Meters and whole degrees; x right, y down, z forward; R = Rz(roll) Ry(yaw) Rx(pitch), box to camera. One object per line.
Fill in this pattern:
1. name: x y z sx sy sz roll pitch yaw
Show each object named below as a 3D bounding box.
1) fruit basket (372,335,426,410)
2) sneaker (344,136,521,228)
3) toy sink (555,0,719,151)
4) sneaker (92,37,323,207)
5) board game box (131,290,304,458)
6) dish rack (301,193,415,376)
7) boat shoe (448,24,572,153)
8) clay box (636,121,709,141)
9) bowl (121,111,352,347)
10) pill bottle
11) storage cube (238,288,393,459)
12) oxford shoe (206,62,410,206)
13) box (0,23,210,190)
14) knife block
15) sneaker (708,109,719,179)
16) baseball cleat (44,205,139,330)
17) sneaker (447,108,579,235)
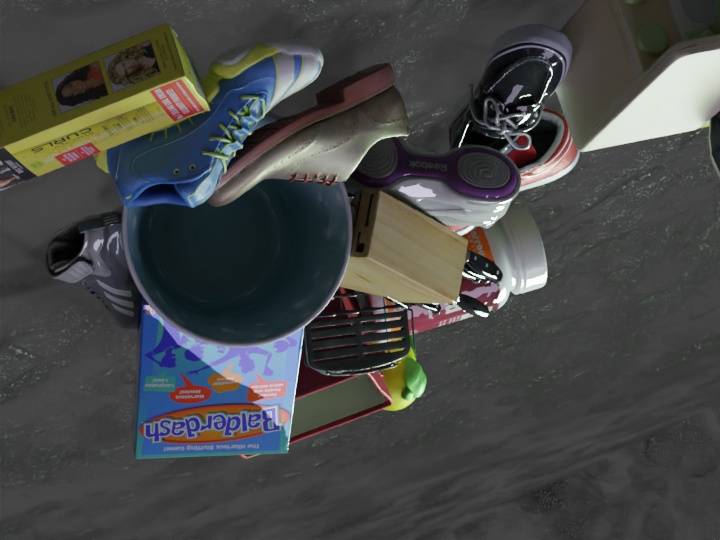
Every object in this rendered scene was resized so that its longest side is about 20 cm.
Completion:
1. fruit basket: -0.008 0.089 1.915 0.214 0.157 0.216 -10 174 -1
2. sneaker: 0.040 -0.076 1.513 0.199 0.075 0.100 14 153 0
3. toy sink: 0.262 -0.199 1.437 0.130 0.113 0.200 -12 166 -20
4. sneaker: -0.113 -0.106 1.325 0.199 0.106 0.076 -21 162 5
5. board game box: -0.135 0.091 1.571 0.151 0.045 0.201 -2 131 -12
6. dish rack: 0.000 0.000 1.623 0.153 0.201 0.054 -6 -178 -37
7. boat shoe: 0.126 -0.146 1.492 0.073 0.068 0.199 21 152 -17
8. clay box: 0.371 -0.190 1.675 0.199 0.048 0.115 -13 161 -22
9. bowl: -0.115 -0.034 1.446 0.200 0.202 0.105 -13 -179 -17
10. pill bottle: 0.095 0.000 1.832 0.199 0.115 0.114 -17 162 -9
11. storage cube: -0.084 0.073 1.755 0.199 0.181 0.171 -22 162 4
12. oxford shoe: -0.042 -0.097 1.385 0.199 0.074 0.071 -31 -165 -16
13. box: -0.220 -0.118 1.270 0.199 0.050 0.075 -21 161 4
14. knife block: 0.061 -0.008 1.533 0.174 0.064 0.200 12 168 -8
15. sneaker: 0.351 -0.171 1.507 0.078 0.201 0.079 5 169 24
16. baseball cleat: -0.244 -0.002 1.578 0.106 0.070 0.200 -8 150 -15
17. sneaker: 0.120 -0.097 1.649 0.199 0.072 0.112 -29 165 4
